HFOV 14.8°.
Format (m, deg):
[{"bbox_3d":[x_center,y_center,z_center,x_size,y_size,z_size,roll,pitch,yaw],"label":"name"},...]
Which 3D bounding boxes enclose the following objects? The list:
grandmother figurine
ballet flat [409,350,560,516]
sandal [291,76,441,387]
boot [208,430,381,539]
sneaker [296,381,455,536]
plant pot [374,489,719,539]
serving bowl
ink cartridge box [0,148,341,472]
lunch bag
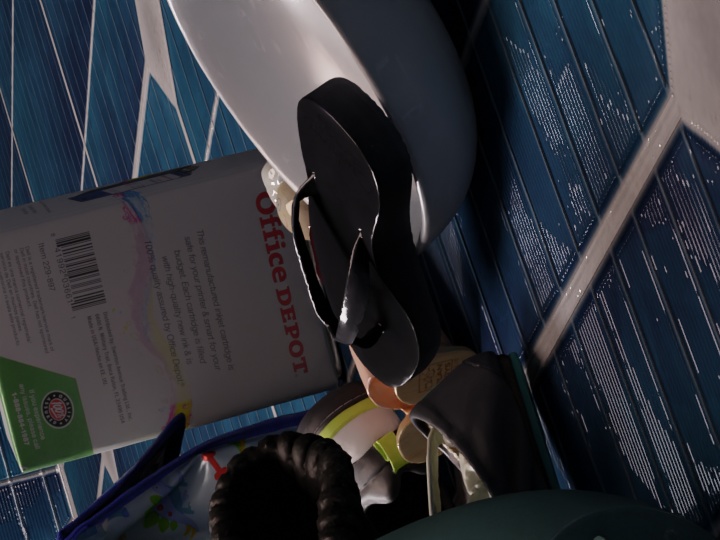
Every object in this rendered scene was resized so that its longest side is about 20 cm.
[{"bbox_3d":[0.000,0.000,1.405,0.200,0.061,0.121,-122,30,-46],"label":"grandmother figurine"},{"bbox_3d":[0.071,0.125,1.203,0.073,0.073,0.200,93,158,-54],"label":"ballet flat"},{"bbox_3d":[-0.008,-0.012,1.236,0.076,0.043,0.200,43,161,30],"label":"sandal"},{"bbox_3d":[0.022,0.170,1.138,0.211,0.079,0.158,38,161,46],"label":"boot"},{"bbox_3d":[0.014,0.142,1.458,0.083,0.072,0.200,43,161,35],"label":"sneaker"},{"bbox_3d":[0.066,0.170,1.006,0.161,0.201,0.201,-40,62,48],"label":"plant pot"},{"bbox_3d":[-0.011,-0.104,1.250,0.200,0.066,0.200,48,162,21],"label":"serving bowl"},{"bbox_3d":[-0.126,0.020,1.652,0.088,0.200,0.145,-142,39,-76],"label":"ink cartridge box"},{"bbox_3d":[-0.084,0.159,1.622,0.170,0.200,0.127,109,144,-70],"label":"lunch bag"}]
